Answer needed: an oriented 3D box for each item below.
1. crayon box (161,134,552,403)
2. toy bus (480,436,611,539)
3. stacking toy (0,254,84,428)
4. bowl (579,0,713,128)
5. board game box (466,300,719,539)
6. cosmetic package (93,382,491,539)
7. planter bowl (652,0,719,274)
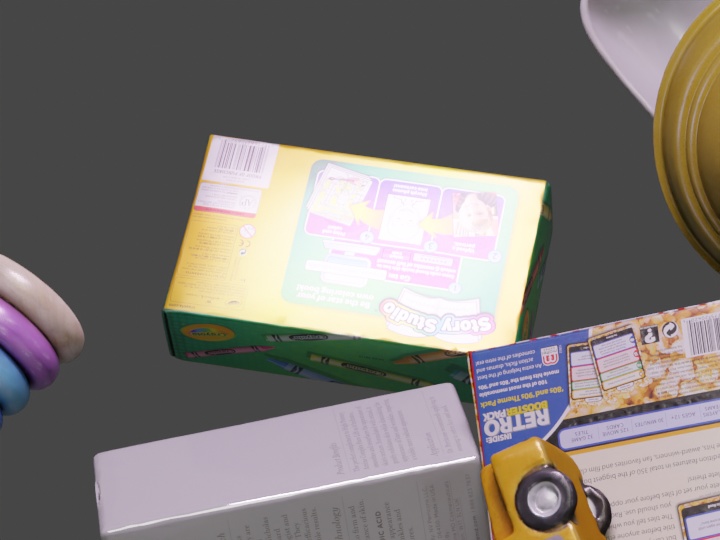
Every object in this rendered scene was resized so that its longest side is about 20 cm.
[{"bbox_3d":[0.000,0.000,1.601,0.199,0.058,0.119,8,60,8],"label":"crayon box"},{"bbox_3d":[0.099,0.184,1.359,0.078,0.065,0.200,-26,70,15],"label":"toy bus"},{"bbox_3d":[-0.240,0.086,1.556,0.085,0.085,0.200,30,69,20],"label":"stacking toy"},{"bbox_3d":[0.247,-0.150,1.615,0.200,0.075,0.200,46,107,4],"label":"bowl"},{"bbox_3d":[0.140,0.124,1.425,0.151,0.046,0.201,-12,69,16],"label":"board game box"},{"bbox_3d":[-0.035,0.126,1.498,0.199,0.074,0.102,-12,21,-2],"label":"cosmetic package"},{"bbox_3d":[0.251,-0.066,1.545,0.200,0.083,0.201,3,102,13],"label":"planter bowl"}]
